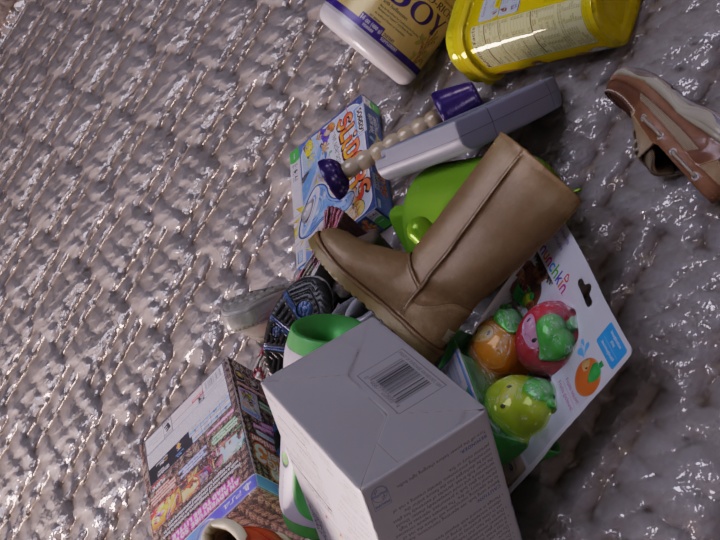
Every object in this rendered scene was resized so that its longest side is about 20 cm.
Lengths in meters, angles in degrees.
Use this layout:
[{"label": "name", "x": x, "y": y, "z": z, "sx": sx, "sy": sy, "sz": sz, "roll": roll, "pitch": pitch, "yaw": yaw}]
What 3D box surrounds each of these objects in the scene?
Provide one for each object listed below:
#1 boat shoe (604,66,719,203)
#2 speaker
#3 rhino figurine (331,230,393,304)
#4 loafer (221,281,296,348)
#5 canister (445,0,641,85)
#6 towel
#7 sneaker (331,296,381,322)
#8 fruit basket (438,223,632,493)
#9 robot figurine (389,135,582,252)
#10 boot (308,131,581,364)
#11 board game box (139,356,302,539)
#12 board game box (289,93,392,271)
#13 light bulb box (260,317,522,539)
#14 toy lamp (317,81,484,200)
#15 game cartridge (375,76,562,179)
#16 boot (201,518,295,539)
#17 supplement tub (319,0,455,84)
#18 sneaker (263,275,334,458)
[{"label": "boat shoe", "x": 0.277, "y": -0.125, "z": 1.124, "sx": 0.072, "sy": 0.075, "sz": 0.200, "roll": -53, "pitch": 33, "yaw": 9}, {"label": "speaker", "x": -0.033, "y": 0.148, "z": 1.170, "sx": 0.088, "sy": 0.087, "sz": 0.203, "roll": 33, "pitch": 125, "yaw": 55}, {"label": "rhino figurine", "x": 0.000, "y": 0.000, "z": 1.302, "sx": 0.088, "sy": 0.059, "sz": 0.200, "roll": -62, "pitch": -8, "yaw": 0}, {"label": "loafer", "x": -0.098, "y": 0.054, "z": 1.364, "sx": 0.069, "sy": 0.200, "sz": 0.071, "roll": -11, "pitch": 90, "yaw": 18}, {"label": "canister", "x": 0.201, "y": -0.290, "z": 1.334, "sx": 0.198, "sy": 0.086, "sz": 0.150, "roll": -5, "pitch": 59, "yaw": 47}, {"label": "towel", "x": -0.052, "y": 0.035, "z": 1.354, "sx": 0.022, "sy": 0.144, "sz": 0.202, "roll": 24, "pitch": 86, "yaw": 15}, {"label": "sneaker", "x": 0.006, "y": 0.100, "z": 1.234, "sx": 0.075, "sy": 0.115, "sz": 0.202, "roll": 21, "pitch": 79, "yaw": 44}, {"label": "fruit basket", "x": 0.142, "y": 0.076, "z": 1.090, "sx": 0.201, "sy": 0.093, "sz": 0.187, "roll": -60, "pitch": 29, "yaw": 32}, {"label": "robot figurine", "x": 0.121, "y": -0.053, "z": 1.219, "sx": 0.198, "sy": 0.117, "sz": 0.175, "roll": -4, "pitch": 29, "yaw": 50}, {"label": "boot", "x": 0.074, "y": -0.042, "z": 1.124, "sx": 0.175, "sy": 0.066, "sz": 0.201, "roll": 42, "pitch": 98, "yaw": 13}, {"label": "board game box", "x": -0.146, "y": 0.228, "z": 1.343, "sx": 0.159, "sy": 0.096, "sz": 0.201, "roll": -44, "pitch": 37, "yaw": 18}, {"label": "board game box", "x": -0.026, "y": -0.103, "z": 1.509, "sx": 0.135, "sy": 0.034, "sz": 0.202, "roll": -36, "pitch": 40, "yaw": 28}, {"label": "light bulb box", "x": 0.031, "y": 0.183, "z": 1.050, "sx": 0.124, "sy": 0.202, "sz": 0.198, "roll": -28, "pitch": 32, "yaw": -16}, {"label": "toy lamp", "x": 0.049, "y": -0.149, "z": 1.407, "sx": 0.198, "sy": 0.058, "sz": 0.059, "roll": -31, "pitch": 41, "yaw": 11}, {"label": "game cartridge", "x": 0.119, "y": -0.148, "z": 1.267, "sx": 0.132, "sy": 0.042, "sz": 0.199, "roll": -12, "pitch": 12, "yaw": 42}, {"label": "boot", "x": -0.077, "y": 0.293, "z": 1.116, "sx": 0.076, "sy": 0.107, "sz": 0.199, "roll": -55, "pitch": 36, "yaw": -1}, {"label": "supplement tub", "x": 0.060, "y": -0.344, "z": 1.495, "sx": 0.201, "sy": 0.145, "sz": 0.146, "roll": -52, "pitch": 35, "yaw": 7}, {"label": "sneaker", "x": -0.053, "y": 0.101, "z": 1.279, "sx": 0.075, "sy": 0.077, "sz": 0.203, "roll": 11, "pitch": 107, "yaw": 21}]
